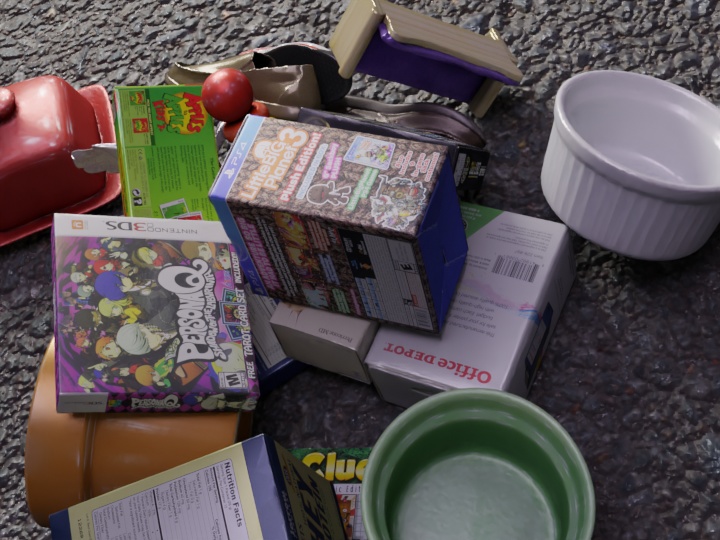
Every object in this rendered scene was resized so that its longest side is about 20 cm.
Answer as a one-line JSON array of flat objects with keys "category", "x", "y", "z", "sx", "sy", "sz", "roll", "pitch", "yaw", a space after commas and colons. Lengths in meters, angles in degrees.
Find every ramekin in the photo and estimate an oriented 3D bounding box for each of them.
[{"category": "ramekin", "x": 0.271, "y": -0.101, "z": 1.145, "sx": 0.197, "sy": 0.099, "sz": 0.202, "roll": 10, "pitch": 39, "yaw": -8}, {"category": "ramekin", "x": 0.100, "y": 0.214, "z": 1.021, "sx": 0.196, "sy": 0.098, "sz": 0.203, "roll": -1, "pitch": 58, "yaw": 2}]

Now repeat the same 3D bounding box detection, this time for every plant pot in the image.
[{"category": "plant pot", "x": -0.200, "y": 0.154, "z": 1.125, "sx": 0.180, "sy": 0.201, "sz": 0.203, "roll": 6, "pitch": 59, "yaw": 3}]

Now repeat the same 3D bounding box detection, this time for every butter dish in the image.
[{"category": "butter dish", "x": -0.401, "y": -0.157, "z": 1.398, "sx": 0.197, "sy": 0.148, "sz": 0.202, "roll": -20, "pitch": 55, "yaw": 3}]

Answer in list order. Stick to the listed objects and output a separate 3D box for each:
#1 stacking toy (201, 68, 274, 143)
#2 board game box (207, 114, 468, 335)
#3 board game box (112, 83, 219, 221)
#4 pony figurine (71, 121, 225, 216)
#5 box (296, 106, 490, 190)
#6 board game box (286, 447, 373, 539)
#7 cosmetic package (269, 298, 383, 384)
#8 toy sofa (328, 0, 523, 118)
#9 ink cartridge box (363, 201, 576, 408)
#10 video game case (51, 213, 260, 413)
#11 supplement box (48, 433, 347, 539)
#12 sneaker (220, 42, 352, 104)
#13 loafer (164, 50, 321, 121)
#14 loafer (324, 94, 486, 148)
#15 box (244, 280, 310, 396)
[{"category": "stacking toy", "x": -0.102, "y": -0.125, "z": 1.239, "sx": 0.084, "sy": 0.201, "sz": 0.086, "roll": -27, "pitch": 30, "yaw": 17}, {"category": "board game box", "x": -0.015, "y": -0.041, "z": 1.074, "sx": 0.197, "sy": 0.160, "sz": 0.098, "roll": 12, "pitch": 59, "yaw": 19}, {"category": "board game box", "x": -0.196, "y": -0.090, "z": 1.212, "sx": 0.100, "sy": 0.048, "sz": 0.203, "roll": -4, "pitch": 73, "yaw": -17}, {"category": "pony figurine", "x": -0.211, "y": -0.104, "z": 1.321, "sx": 0.189, "sy": 0.168, "sz": 0.202, "roll": -4, "pitch": 41, "yaw": 5}, {"category": "box", "x": 0.036, "y": -0.120, "z": 1.168, "sx": 0.159, "sy": 0.200, "sz": 0.050, "roll": 17, "pitch": 99, "yaw": 12}, {"category": "board game box", "x": -0.019, "y": 0.221, "z": 1.119, "sx": 0.196, "sy": 0.024, "sz": 0.106, "roll": -4, "pitch": 56, "yaw": 14}, {"category": "cosmetic package", "x": 0.000, "y": 0.000, "z": 1.186, "sx": 0.102, "sy": 0.073, "sz": 0.202, "roll": 15, "pitch": 62, "yaw": 22}, {"category": "toy sofa", "x": 0.073, "y": -0.226, "z": 1.267, "sx": 0.083, "sy": 0.197, "sz": 0.098, "roll": -55, "pitch": 40, "yaw": 32}, {"category": "ink cartridge box", "x": 0.111, "y": 0.045, "z": 1.151, "sx": 0.143, "sy": 0.088, "sz": 0.202, "roll": 14, "pitch": 62, "yaw": 25}, {"category": "video game case", "x": -0.192, "y": 0.037, "z": 1.085, "sx": 0.178, "sy": 0.036, "sz": 0.202, "roll": 2, "pitch": 52, "yaw": -19}, {"category": "supplement box", "x": -0.123, "y": 0.257, "z": 1.002, "sx": 0.197, "sy": 0.200, "sz": 0.136, "roll": -21, "pitch": 64, "yaw": 8}, {"category": "sneaker", "x": -0.063, "y": -0.232, "z": 1.353, "sx": 0.199, "sy": 0.068, "sz": 0.107, "roll": 5, "pitch": 19, "yaw": 39}, {"category": "loafer", "x": -0.125, "y": -0.208, "z": 1.295, "sx": 0.197, "sy": 0.076, "sz": 0.069, "roll": 15, "pitch": 97, "yaw": 21}, {"category": "loafer", "x": 0.045, "y": -0.143, "z": 1.309, "sx": 0.197, "sy": 0.073, "sz": 0.072, "roll": 10, "pitch": 73, "yaw": 26}, {"category": "box", "x": -0.073, "y": 0.045, "z": 1.239, "sx": 0.198, "sy": 0.033, "sz": 0.122, "roll": -32, "pitch": 55, "yaw": -5}]
